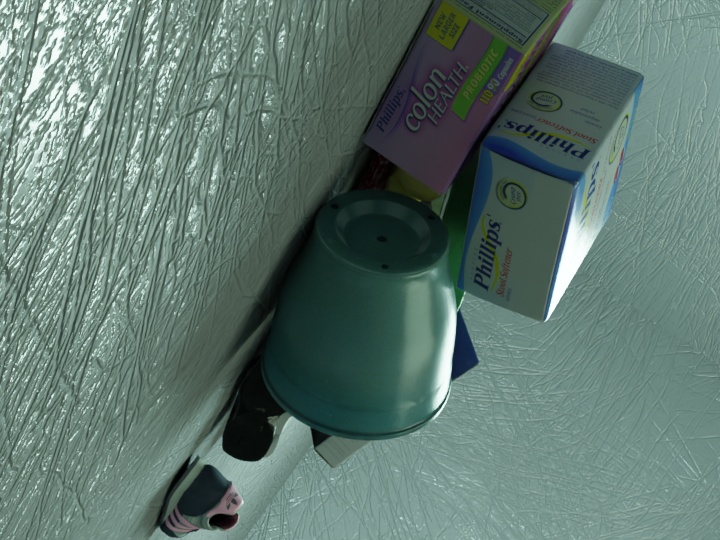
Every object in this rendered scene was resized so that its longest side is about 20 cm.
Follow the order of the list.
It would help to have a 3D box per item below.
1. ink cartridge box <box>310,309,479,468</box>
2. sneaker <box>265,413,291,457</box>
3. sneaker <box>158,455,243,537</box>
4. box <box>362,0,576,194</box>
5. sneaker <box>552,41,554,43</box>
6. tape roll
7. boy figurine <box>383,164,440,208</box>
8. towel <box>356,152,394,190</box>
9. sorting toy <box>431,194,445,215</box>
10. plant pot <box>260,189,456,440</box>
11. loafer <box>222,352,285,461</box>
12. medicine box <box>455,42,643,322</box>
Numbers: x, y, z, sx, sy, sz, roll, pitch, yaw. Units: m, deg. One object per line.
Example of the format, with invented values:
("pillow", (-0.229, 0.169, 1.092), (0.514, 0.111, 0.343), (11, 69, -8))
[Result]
("ink cartridge box", (0.024, 0.099, 1.712), (0.199, 0.047, 0.198), (-38, -154, 11))
("sneaker", (-0.095, 0.140, 1.888), (0.200, 0.076, 0.081), (-52, -173, 35))
("sneaker", (-0.186, 0.287, 1.813), (0.070, 0.082, 0.200), (-54, 175, -24))
("box", (0.112, -0.203, 1.474), (0.200, 0.096, 0.177), (-49, 172, -51))
("sneaker", (0.183, -0.207, 1.670), (0.099, 0.200, 0.078), (-46, 140, 2))
("tape roll", (0.110, -0.057, 1.676), (0.200, 0.048, 0.202), (17, 90, -89))
("boy figurine", (0.065, -0.102, 1.605), (0.125, 0.064, 0.200), (-56, 180, -6))
("towel", (0.027, -0.111, 1.668), (0.145, 0.022, 0.201), (-52, 173, -43))
("sorting toy", (0.148, -0.146, 1.866), (0.200, 0.069, 0.201), (-52, 149, -55))
("plant pot", (0.007, 0.031, 1.531), (0.200, 0.198, 0.189), (-51, 157, -47))
("loafer", (-0.105, 0.129, 1.753), (0.201, 0.072, 0.073), (-56, -162, 37))
("medicine box", (0.185, -0.087, 1.511), (0.200, 0.102, 0.183), (-54, 159, -43))
